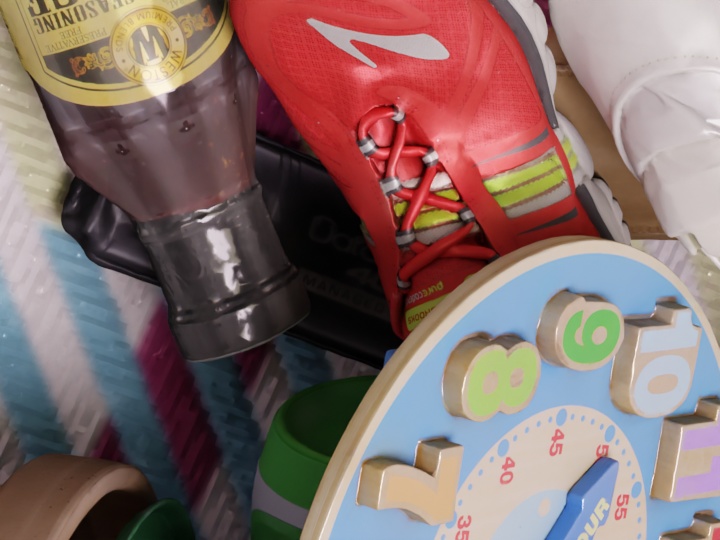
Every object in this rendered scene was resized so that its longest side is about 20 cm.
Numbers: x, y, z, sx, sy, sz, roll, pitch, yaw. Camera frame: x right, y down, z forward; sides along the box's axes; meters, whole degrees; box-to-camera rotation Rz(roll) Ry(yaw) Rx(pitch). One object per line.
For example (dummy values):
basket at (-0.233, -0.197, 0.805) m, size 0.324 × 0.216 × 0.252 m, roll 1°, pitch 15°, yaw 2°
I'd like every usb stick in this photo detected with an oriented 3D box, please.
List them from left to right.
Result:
usb stick at (0.000, 0.000, 0.910) m, size 0.200 × 0.033 × 0.055 m, roll 22°, pitch 87°, yaw -29°

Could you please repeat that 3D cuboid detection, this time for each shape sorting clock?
shape sorting clock at (0.048, 0.089, 0.806) m, size 0.200 × 0.039 × 0.200 m, roll -25°, pitch 122°, yaw -48°

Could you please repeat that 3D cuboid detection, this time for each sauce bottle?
sauce bottle at (-0.066, -0.073, 0.817) m, size 0.066 × 0.066 × 0.200 m, roll -27°, pitch 103°, yaw -16°

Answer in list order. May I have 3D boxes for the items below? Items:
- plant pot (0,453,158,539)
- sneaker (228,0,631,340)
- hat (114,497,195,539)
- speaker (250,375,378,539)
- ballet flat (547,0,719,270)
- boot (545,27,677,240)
plant pot at (-0.127, 0.146, 0.834) m, size 0.093 × 0.201 × 0.201 m, roll 10°, pitch 104°, yaw 10°
sneaker at (0.027, -0.020, 0.824) m, size 0.077 × 0.085 × 0.200 m, roll -17°, pitch 135°, yaw 26°
hat at (0.007, 0.178, 0.832) m, size 0.176 × 0.166 × 0.200 m, roll 9°, pitch 100°, yaw 10°
speaker at (0.007, 0.138, 0.920) m, size 0.088 × 0.088 × 0.200 m, roll -8°, pitch 113°, yaw -23°
ballet flat at (0.122, -0.014, 0.830) m, size 0.069 × 0.069 × 0.200 m, roll -46°, pitch 117°, yaw -6°
boot at (0.153, -0.024, 0.924) m, size 0.200 × 0.066 × 0.175 m, roll 0°, pitch 148°, yaw 11°
